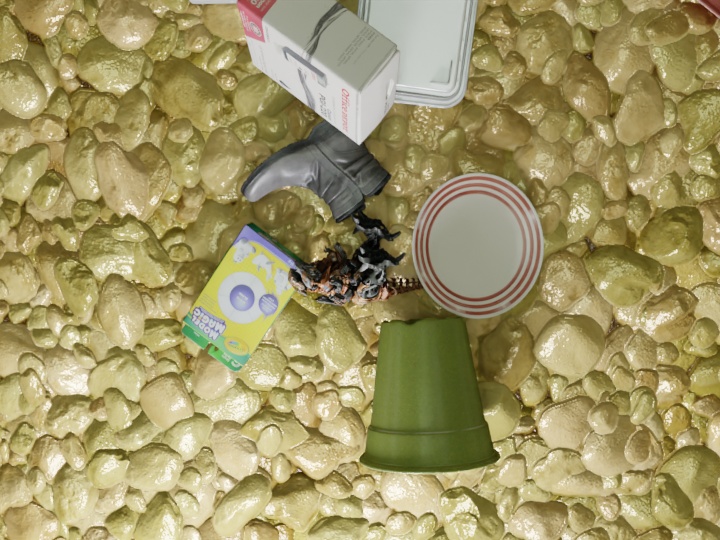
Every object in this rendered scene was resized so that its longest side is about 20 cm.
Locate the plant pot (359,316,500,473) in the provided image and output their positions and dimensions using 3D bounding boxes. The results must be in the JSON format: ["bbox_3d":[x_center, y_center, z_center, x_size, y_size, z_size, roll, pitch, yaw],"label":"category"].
[{"bbox_3d":[0.092,0.164,0.944,0.195,0.200,0.195,-2,85,4],"label":"plant pot"}]

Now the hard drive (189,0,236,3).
[{"bbox_3d":[-0.176,-0.480,0.937,0.128,0.027,0.206,0,98,4],"label":"hard drive"}]

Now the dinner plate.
[{"bbox_3d":[0.166,-0.035,0.961,0.195,0.024,0.206,0,91,-11],"label":"dinner plate"}]

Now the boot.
[{"bbox_3d":[-0.063,-0.121,0.957,0.198,0.070,0.133,-32,93,9],"label":"boot"}]

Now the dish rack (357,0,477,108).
[{"bbox_3d":[0.074,-0.337,0.932,0.167,0.044,0.205,8,97,4],"label":"dish rack"}]

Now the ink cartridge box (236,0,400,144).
[{"bbox_3d":[-0.052,-0.275,0.868,0.198,0.146,0.085,37,78,8],"label":"ink cartridge box"}]

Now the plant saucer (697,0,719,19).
[{"bbox_3d":[0.551,-0.402,0.894,0.198,0.037,0.201,36,99,-1],"label":"plant saucer"}]

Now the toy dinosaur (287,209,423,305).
[{"bbox_3d":[0.000,0.000,0.963,0.103,0.196,0.137,55,137,32],"label":"toy dinosaur"}]

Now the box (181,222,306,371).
[{"bbox_3d":[-0.175,0.045,1.001,0.116,0.048,0.202,35,100,-2],"label":"box"}]
